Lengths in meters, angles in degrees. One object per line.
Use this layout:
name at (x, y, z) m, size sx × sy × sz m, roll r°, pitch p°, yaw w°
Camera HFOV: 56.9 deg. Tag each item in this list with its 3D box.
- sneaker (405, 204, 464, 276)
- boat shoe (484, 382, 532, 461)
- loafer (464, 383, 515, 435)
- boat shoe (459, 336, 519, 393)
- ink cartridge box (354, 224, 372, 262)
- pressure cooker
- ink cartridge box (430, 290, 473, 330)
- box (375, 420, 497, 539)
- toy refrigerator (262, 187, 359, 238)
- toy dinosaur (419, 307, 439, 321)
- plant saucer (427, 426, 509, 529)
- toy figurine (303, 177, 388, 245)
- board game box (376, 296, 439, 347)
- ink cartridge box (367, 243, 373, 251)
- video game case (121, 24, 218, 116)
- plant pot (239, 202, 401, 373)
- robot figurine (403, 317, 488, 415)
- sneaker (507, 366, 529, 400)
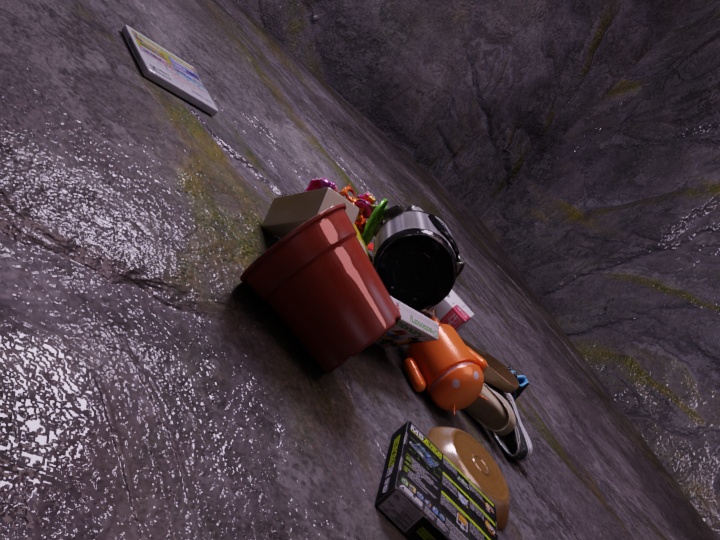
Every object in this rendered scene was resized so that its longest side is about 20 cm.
sneaker at (0.170, -0.069, 1.489) m, size 0.073 × 0.079 × 0.202 m, roll -15°, pitch 67°, yaw -43°
boat shoe at (0.303, 0.310, 1.423) m, size 0.071 × 0.072 × 0.201 m, roll 31°, pitch 24°, yaw -51°
loafer at (0.237, 0.263, 1.383) m, size 0.200 × 0.076 × 0.068 m, roll 44°, pitch 16°, yaw 27°
boat shoe at (0.253, 0.214, 1.458) m, size 0.199 × 0.066 × 0.072 m, roll 33°, pitch 19°, yaw 23°
ink cartridge box at (0.000, 0.000, 1.343) m, size 0.202 × 0.046 × 0.198 m, roll 59°, pitch 11°, yaw -21°
pressure cooker at (0.107, -0.032, 1.375) m, size 0.176 × 0.179 × 0.200 m, roll 15°, pitch 20°, yaw -4°
ink cartridge box at (0.180, 0.071, 1.656) m, size 0.201 × 0.086 × 0.147 m, roll 49°, pitch 16°, yaw 10°
box at (0.116, 0.337, 0.953) m, size 0.200 × 0.048 × 0.193 m, roll 45°, pitch 14°, yaw -3°
toy refrigerator at (-0.093, -0.098, 1.207) m, size 0.075 × 0.071 × 0.199 m, roll 31°, pitch -17°, yaw -30°
toy dinosaur at (0.138, 0.076, 1.514) m, size 0.136 × 0.086 × 0.200 m, roll 46°, pitch 25°, yaw -1°
plant saucer at (0.197, 0.345, 1.147) m, size 0.200 × 0.035 × 0.201 m, roll 42°, pitch 17°, yaw -15°
toy figurine at (-0.047, -0.142, 1.487) m, size 0.183 × 0.151 × 0.201 m, roll 35°, pitch -27°, yaw 6°
board game box at (0.037, 0.089, 1.194) m, size 0.199 × 0.125 × 0.035 m, roll 30°, pitch 56°, yaw -44°
ink cartridge box at (0.098, -0.054, 1.600) m, size 0.174 × 0.045 × 0.199 m, roll 11°, pitch 10°, yaw -32°
video game case at (-0.423, -0.443, 1.481) m, size 0.199 × 0.022 × 0.183 m, roll 23°, pitch 29°, yaw -52°
plant pot at (-0.049, 0.036, 1.021) m, size 0.197 × 0.200 × 0.201 m, roll 55°, pitch 17°, yaw 3°
robot figurine at (0.166, 0.186, 1.297) m, size 0.143 × 0.117 × 0.201 m, roll 26°, pitch 26°, yaw -49°
sneaker at (0.328, 0.255, 1.599) m, size 0.199 × 0.082 × 0.074 m, roll 30°, pitch 24°, yaw -40°
